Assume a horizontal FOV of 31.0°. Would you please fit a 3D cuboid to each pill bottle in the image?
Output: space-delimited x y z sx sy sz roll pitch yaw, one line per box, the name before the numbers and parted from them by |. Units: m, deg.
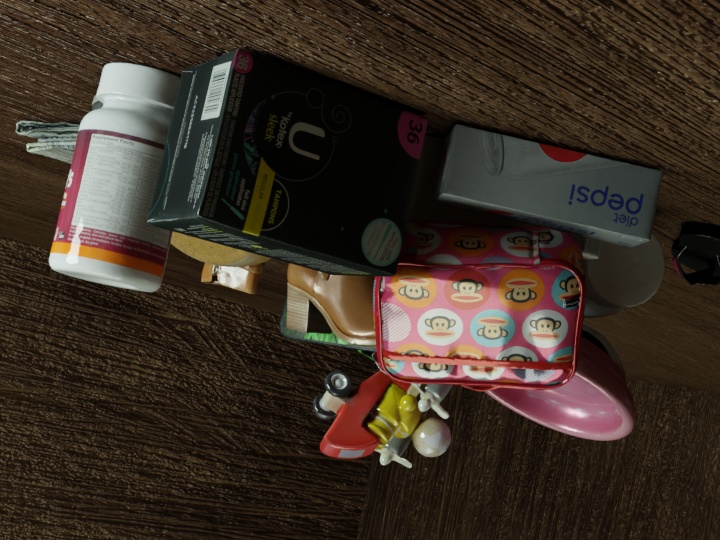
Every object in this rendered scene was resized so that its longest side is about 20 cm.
pill bottle | 0.246 -0.003 1.437 0.109 0.110 0.200 14 173 -16
pill bottle | -0.223 -0.088 1.239 0.109 0.202 0.110 11 173 1

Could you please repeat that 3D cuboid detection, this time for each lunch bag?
lunch bag | 0.111 0.044 1.237 0.198 0.177 0.082 2 -144 5

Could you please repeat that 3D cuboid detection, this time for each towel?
towel | -0.308 -0.143 1.631 0.192 0.035 0.199 7 171 39

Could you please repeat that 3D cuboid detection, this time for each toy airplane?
toy airplane | 0.060 0.147 1.487 0.141 0.199 0.200 51 -166 16

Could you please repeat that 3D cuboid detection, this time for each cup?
cup | 0.085 -0.042 1.326 0.199 0.144 0.200 12 173 2

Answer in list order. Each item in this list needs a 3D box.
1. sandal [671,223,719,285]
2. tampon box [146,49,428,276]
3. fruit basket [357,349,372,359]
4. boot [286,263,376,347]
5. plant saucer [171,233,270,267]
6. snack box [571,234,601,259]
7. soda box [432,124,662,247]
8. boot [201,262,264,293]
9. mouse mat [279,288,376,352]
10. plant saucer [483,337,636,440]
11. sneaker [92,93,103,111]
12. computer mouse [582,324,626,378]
sandal | 0.385 -0.010 1.469 0.075 0.045 0.200 10 173 17
tampon box | -0.064 -0.089 1.163 0.199 0.151 0.126 15 173 -28
fruit basket | 0.060 0.021 1.628 0.214 0.217 0.156 11 173 10
boot | 0.000 0.000 1.412 0.199 0.156 0.074 10 -176 33
plant saucer | -0.177 -0.074 1.469 0.199 0.036 0.201 18 136 18
snack box | 0.189 -0.049 1.384 0.024 0.072 0.200 15 173 -28
soda box | 0.171 -0.077 1.198 0.198 0.069 0.063 13 175 -3
boot | -0.122 -0.050 1.546 0.199 0.156 0.076 6 172 43
mouse mat | -0.015 -0.012 1.495 0.160 0.202 0.008 6 171 38
plant saucer | 0.203 0.111 1.384 0.199 0.051 0.201 24 159 10
sneaker | -0.197 -0.117 1.330 0.199 0.107 0.075 15 174 16
computer mouse | 0.205 0.073 1.430 0.199 0.044 0.110 19 157 25
